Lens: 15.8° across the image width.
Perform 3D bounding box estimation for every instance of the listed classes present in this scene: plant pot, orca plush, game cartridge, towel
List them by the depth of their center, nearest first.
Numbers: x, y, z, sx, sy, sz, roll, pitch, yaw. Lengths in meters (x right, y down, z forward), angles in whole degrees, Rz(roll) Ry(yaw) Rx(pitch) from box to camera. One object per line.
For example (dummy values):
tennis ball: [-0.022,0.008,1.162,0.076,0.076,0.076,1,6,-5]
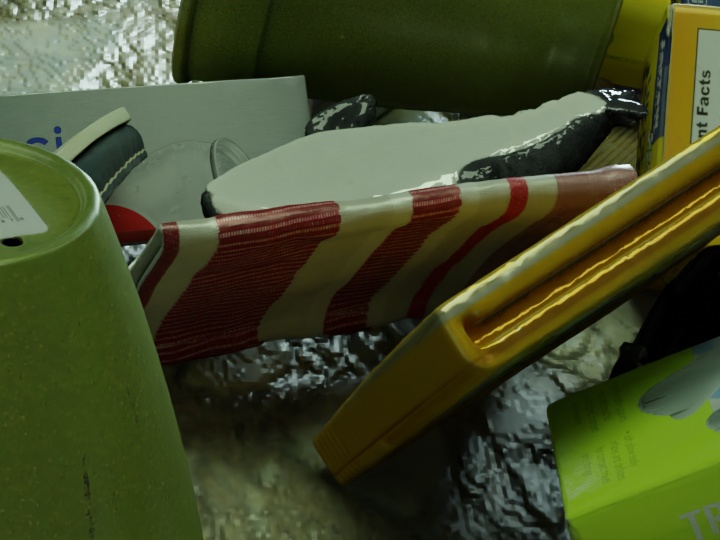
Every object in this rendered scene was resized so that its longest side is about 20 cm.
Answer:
plant pot: [-0.130,0.065,0.828,0.187,0.200,0.187,4,28,-2]
game cartridge: [0.077,0.010,0.972,0.176,0.200,0.032,-32,82,-20]
towel: [0.000,0.000,1.061,0.200,0.144,0.023,-8,72,-20]
orca plush: [0.029,-0.030,1.151,0.200,0.071,0.105,-25,42,-25]
plant pot: [0.032,-0.157,1.227,0.193,0.200,0.200,17,29,2]

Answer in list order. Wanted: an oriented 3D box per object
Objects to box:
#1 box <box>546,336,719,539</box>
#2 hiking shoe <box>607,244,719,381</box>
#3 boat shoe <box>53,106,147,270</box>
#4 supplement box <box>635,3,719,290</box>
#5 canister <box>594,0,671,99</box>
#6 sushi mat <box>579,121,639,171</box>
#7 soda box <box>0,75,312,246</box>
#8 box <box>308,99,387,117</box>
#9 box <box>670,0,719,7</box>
box: [0.167,0.048,0.895,0.200,0.048,0.122,-22,14,6]
hiking shoe: [0.161,0.034,1.040,0.076,0.101,0.200,23,33,27]
boat shoe: [-0.139,0.007,1.051,0.062,0.075,0.200,42,45,-4]
supplement box: [0.225,-0.044,1.151,0.200,0.109,0.110,6,-12,1]
canister: [0.163,-0.131,1.360,0.200,0.087,0.149,14,18,13]
sushi mat: [0.105,-0.041,1.269,0.096,0.012,0.200,16,29,23]
soda box: [-0.122,-0.044,1.158,0.200,0.068,0.063,-5,-5,-19]
box: [0.007,-0.111,1.356,0.041,0.039,0.200,19,31,24]
box: [0.245,-0.125,1.200,0.200,0.070,0.064,4,-15,4]
